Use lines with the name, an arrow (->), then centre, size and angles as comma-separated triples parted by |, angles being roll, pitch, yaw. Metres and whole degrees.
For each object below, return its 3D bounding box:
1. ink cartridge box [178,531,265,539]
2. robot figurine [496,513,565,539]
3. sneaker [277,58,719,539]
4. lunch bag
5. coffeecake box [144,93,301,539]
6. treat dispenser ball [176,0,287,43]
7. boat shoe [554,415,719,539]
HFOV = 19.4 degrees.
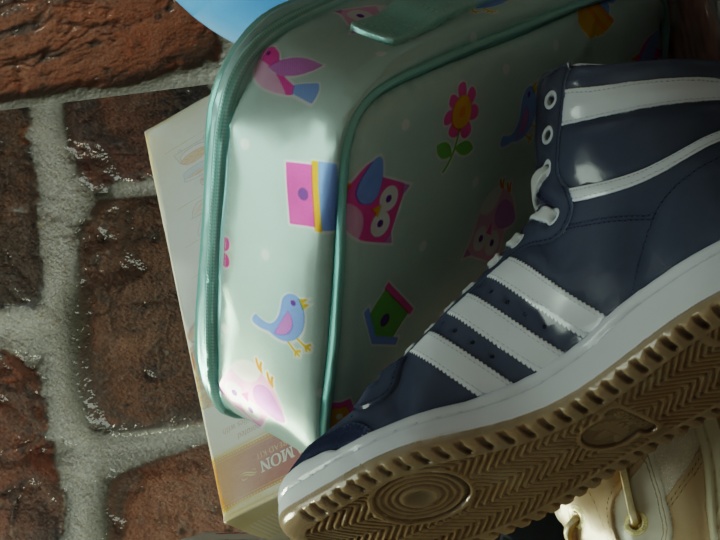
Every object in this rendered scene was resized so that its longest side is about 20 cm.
ink cartridge box -> -0.040, 0.174, 1.010 | 0.200, 0.145, 0.087 | 2, -95, -77
robot figurine -> 0.075, 0.176, 0.870 | 0.201, 0.123, 0.151 | -103, 6, -49
sneaker -> 0.053, 0.010, 0.667 | 0.070, 0.199, 0.109 | 32, -144, -47
lunch bag -> 0.029, -0.033, 0.748 | 0.077, 0.199, 0.162 | 20, 121, 34
coffeecake box -> 0.000, 0.000, 0.926 | 0.073, 0.153, 0.202 | 32, -142, -53
treat dispenser ball -> -0.005, -0.181, 0.838 | 0.201, 0.199, 0.203 | 172, 90, -84
boat shoe -> 0.098, 0.073, 0.701 | 0.074, 0.069, 0.202 | 44, -144, -59
